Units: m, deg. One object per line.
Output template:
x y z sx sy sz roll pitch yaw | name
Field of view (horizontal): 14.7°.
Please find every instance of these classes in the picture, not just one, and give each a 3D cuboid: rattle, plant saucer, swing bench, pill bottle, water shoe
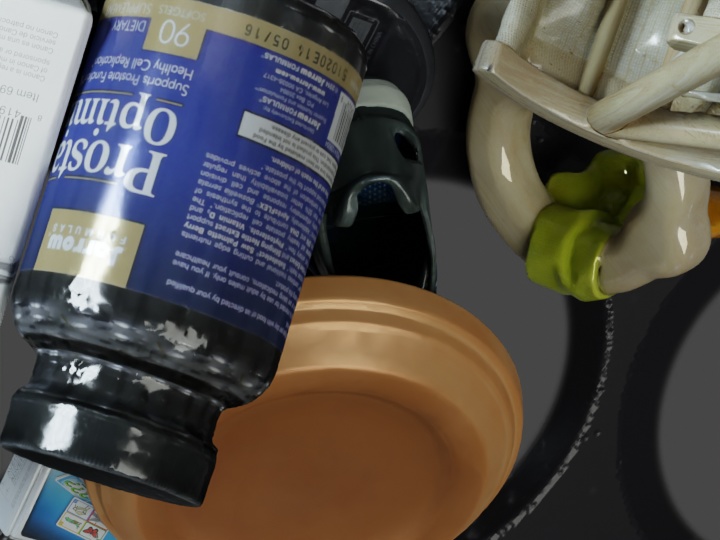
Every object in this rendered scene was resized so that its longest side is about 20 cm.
0.119 -0.099 1.294 0.143 0.130 0.201 -23 93 -29 | rattle
-0.023 0.084 1.232 0.199 0.038 0.201 -6 136 -6 | plant saucer
0.175 -0.148 1.140 0.129 0.200 0.200 28 76 -29 | swing bench
-0.075 -0.013 1.118 0.112 0.112 0.201 23 78 -32 | pill bottle
0.000 0.000 1.239 0.071 0.079 0.200 -12 145 -1 | water shoe

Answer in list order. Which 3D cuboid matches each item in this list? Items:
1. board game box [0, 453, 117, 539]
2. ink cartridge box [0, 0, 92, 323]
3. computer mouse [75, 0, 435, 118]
-0.060 0.089 1.308 0.199 0.035 0.127 21 101 -32 | board game box
-0.207 -0.037 1.134 0.145 0.085 0.201 15 102 -14 | ink cartridge box
-0.059 -0.119 1.214 0.199 0.053 0.139 23 111 -24 | computer mouse
